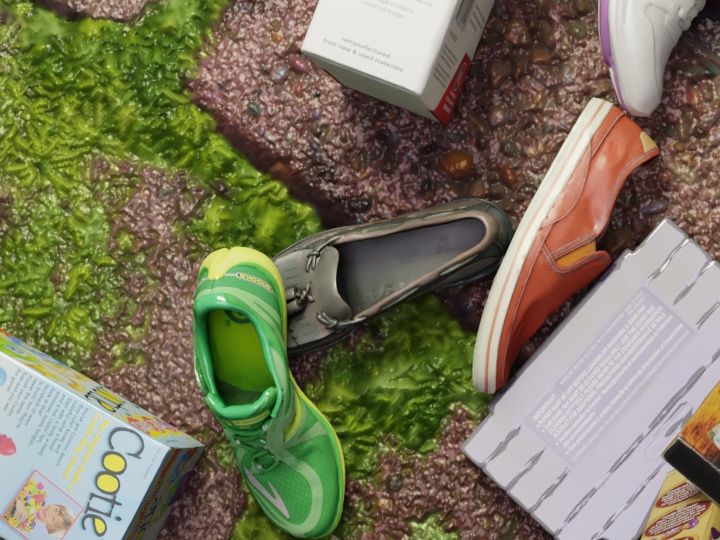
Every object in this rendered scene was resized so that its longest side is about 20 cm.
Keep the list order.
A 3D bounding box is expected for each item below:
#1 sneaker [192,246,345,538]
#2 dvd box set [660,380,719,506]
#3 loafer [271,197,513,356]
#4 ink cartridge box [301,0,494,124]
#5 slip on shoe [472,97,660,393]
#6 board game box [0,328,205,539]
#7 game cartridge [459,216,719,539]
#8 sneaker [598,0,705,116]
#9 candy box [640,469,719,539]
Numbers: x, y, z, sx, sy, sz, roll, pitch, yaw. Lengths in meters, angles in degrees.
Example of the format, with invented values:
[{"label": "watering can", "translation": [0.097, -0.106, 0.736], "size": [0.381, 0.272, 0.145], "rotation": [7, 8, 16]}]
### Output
[{"label": "sneaker", "translation": [-0.068, 0.087, 1.402], "size": [0.074, 0.084, 0.201], "rotation": [-11, 111, 21]}, {"label": "dvd box set", "translation": [0.290, 0.088, 1.334], "size": [0.146, 0.029, 0.200], "rotation": [40, 56, 8]}, {"label": "loafer", "translation": [0.000, 0.000, 1.425], "size": [0.199, 0.063, 0.072], "rotation": [-22, 84, 7]}, {"label": "ink cartridge box", "translation": [0.046, -0.206, 1.389], "size": [0.083, 0.144, 0.201], "rotation": [22, 90, 9]}, {"label": "slip on shoe", "translation": [0.126, -0.010, 1.405], "size": [0.061, 0.074, 0.201], "rotation": [28, 87, 6]}, {"label": "board game box", "translation": [-0.218, 0.109, 1.433], "size": [0.199, 0.103, 0.105], "rotation": [29, 91, 10]}, {"label": "game cartridge", "translation": [0.172, 0.079, 1.410], "size": [0.130, 0.038, 0.200], "rotation": [43, 94, 13]}, {"label": "sneaker", "translation": [0.203, -0.195, 1.399], "size": [0.099, 0.075, 0.201], "rotation": [8, 88, 10]}, {"label": "candy box", "translation": [0.209, 0.201, 1.298], "size": [0.056, 0.200, 0.117], "rotation": [-26, 103, 25]}]
